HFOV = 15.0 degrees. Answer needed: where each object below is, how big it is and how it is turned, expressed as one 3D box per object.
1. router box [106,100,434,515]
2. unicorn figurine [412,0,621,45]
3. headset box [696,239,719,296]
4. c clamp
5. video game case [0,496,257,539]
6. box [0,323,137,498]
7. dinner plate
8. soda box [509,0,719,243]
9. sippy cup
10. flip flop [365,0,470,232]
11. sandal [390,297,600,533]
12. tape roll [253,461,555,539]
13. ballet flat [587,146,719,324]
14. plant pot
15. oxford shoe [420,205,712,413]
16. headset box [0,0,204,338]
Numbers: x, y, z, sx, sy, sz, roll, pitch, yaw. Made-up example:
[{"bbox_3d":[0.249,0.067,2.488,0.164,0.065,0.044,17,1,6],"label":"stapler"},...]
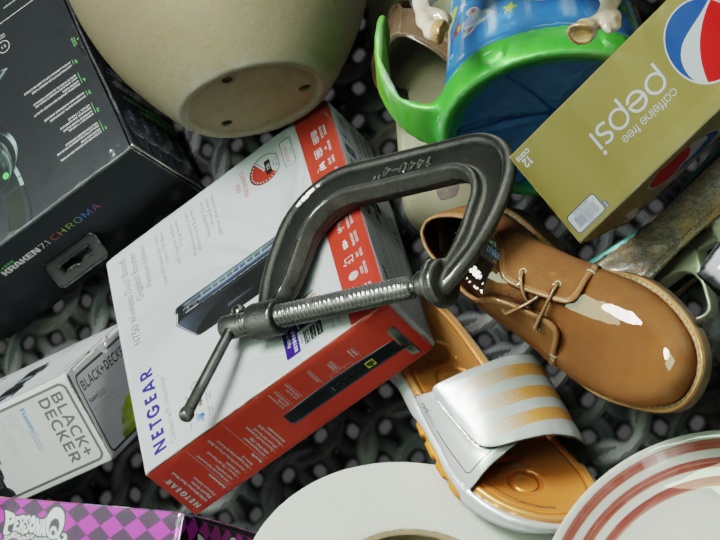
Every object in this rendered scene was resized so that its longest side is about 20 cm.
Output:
[{"bbox_3d":[-0.058,0.020,1.619,0.179,0.049,0.200,-36,38,15],"label":"router box"},{"bbox_3d":[0.077,-0.182,1.505,0.199,0.074,0.138,16,39,3],"label":"unicorn figurine"},{"bbox_3d":[0.296,0.043,1.371,0.200,0.174,0.093,39,93,33],"label":"headset box"},{"bbox_3d":[0.000,0.000,1.521,0.199,0.027,0.171,-18,40,36],"label":"c clamp"},{"bbox_3d":[-0.138,0.163,1.575,0.199,0.181,0.036,2,76,30],"label":"video game case"},{"bbox_3d":[-0.226,0.107,1.680,0.199,0.117,0.060,-25,98,20],"label":"box"},{"bbox_3d":[0.193,0.178,1.450,0.199,0.024,0.201,-8,59,13],"label":"dinner plate"},{"bbox_3d":[0.175,-0.105,1.450,0.200,0.068,0.064,-44,78,28],"label":"soda box"},{"bbox_3d":[0.107,-0.134,1.576,0.140,0.177,0.131,-44,40,44],"label":"sippy cup"},{"bbox_3d":[0.039,-0.115,1.643,0.081,0.058,0.201,-17,62,24],"label":"flip flop"},{"bbox_3d":[0.064,0.065,1.544,0.207,0.079,0.059,51,142,35],"label":"sandal"},{"bbox_3d":[0.031,0.194,1.481,0.202,0.037,0.203,6,48,-6],"label":"tape roll"},{"bbox_3d":[0.192,-0.011,1.520,0.200,0.068,0.067,-42,61,23],"label":"ballet flat"},{"bbox_3d":[-0.077,-0.160,1.646,0.200,0.200,0.135,-24,66,21],"label":"plant pot"},{"bbox_3d":[0.106,0.022,1.487,0.200,0.071,0.072,31,105,41],"label":"oxford shoe"},{"bbox_3d":[-0.216,-0.081,1.751,0.174,0.093,0.200,-36,59,14],"label":"headset box"}]
